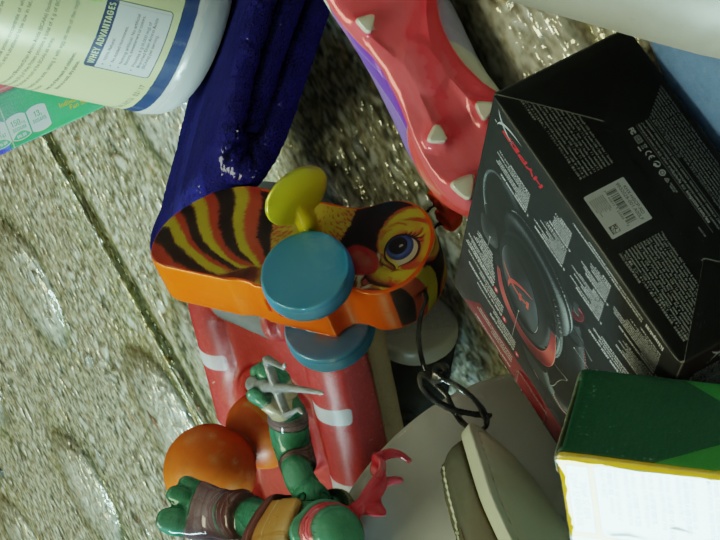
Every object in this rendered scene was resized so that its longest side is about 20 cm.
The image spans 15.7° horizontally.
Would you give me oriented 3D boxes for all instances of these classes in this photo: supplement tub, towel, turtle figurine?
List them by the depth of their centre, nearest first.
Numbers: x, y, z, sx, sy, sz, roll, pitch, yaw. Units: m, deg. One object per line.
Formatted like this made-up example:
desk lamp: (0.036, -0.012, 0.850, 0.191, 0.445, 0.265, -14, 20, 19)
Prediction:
turtle figurine: (-0.050, 0.134, 1.280, 0.100, 0.150, 0.200, 30, 155, -11)
supplement tub: (-0.182, -0.173, 1.438, 0.145, 0.199, 0.146, -36, 49, 56)
towel: (-0.065, -0.087, 1.446, 0.200, 0.049, 0.149, 136, 148, -70)

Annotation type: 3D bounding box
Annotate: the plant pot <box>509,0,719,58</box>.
plant pot: (0.095, -0.165, 0.927, 0.173, 0.200, 0.201, 35, 149, 21)

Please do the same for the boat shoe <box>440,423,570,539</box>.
boat shoe: (0.072, 0.154, 1.186, 0.072, 0.060, 0.202, 32, -156, -40)

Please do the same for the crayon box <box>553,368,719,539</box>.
crayon box: (0.187, 0.109, 1.079, 0.199, 0.052, 0.126, 7, 139, 18)

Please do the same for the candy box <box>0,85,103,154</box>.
candy box: (-0.203, -0.189, 1.549, 0.077, 0.168, 0.201, 24, 138, 65)

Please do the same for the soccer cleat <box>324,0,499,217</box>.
soccer cleat: (0.023, -0.117, 1.283, 0.201, 0.066, 0.076, 63, 173, 2)

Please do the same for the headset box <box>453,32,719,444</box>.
headset box: (0.116, 0.012, 1.180, 0.149, 0.075, 0.200, 56, 162, 22)

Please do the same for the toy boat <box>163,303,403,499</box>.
toy boat: (-0.055, 0.092, 1.446, 0.130, 0.130, 0.201, 21, 135, 42)

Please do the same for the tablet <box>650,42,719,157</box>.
tablet: (0.187, -0.019, 1.090, 0.130, 0.014, 0.201, 5, 119, 65)

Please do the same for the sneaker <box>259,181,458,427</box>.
sneaker: (-0.018, 0.029, 1.525, 0.200, 0.070, 0.100, 39, 144, 37)

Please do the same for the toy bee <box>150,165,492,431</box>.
toy bee: (0.000, 0.000, 1.324, 0.199, 0.109, 0.131, 31, 157, 7)

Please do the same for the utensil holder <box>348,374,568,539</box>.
utensil holder: (0.100, 0.176, 1.308, 0.200, 0.169, 0.171, 48, 154, 34)
